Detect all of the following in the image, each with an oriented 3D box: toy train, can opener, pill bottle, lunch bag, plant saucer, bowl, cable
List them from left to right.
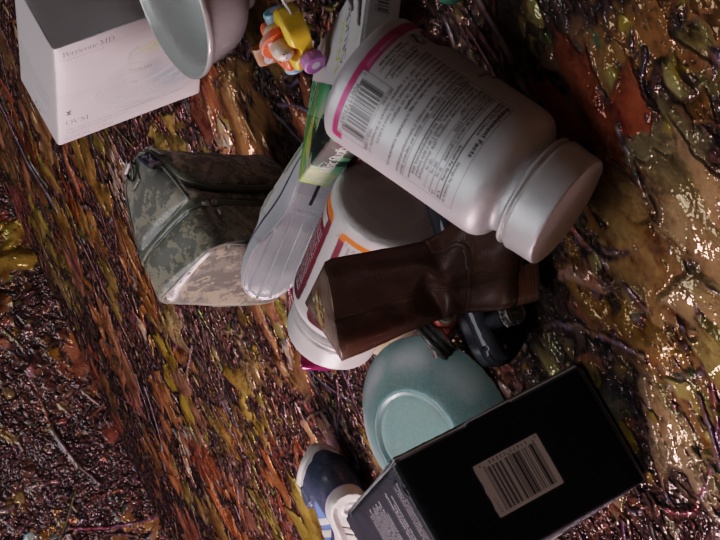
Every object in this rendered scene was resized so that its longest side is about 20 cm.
[{"bbox_3d":[-0.174,-0.316,1.678,0.201,0.090,0.202,50,153,36],"label":"bowl"},{"bbox_3d":[-0.164,-0.061,1.769,0.139,0.200,0.168,-47,59,36],"label":"lunch bag"},{"bbox_3d":[-0.096,-0.255,1.468,0.150,0.055,0.200,52,167,53],"label":"toy train"},{"bbox_3d":[0.000,0.000,1.504,0.114,0.114,0.200,55,142,26],"label":"pill bottle"},{"bbox_3d":[0.068,0.168,1.574,0.201,0.039,0.202,17,117,36],"label":"plant saucer"},{"bbox_3d":[0.077,0.050,1.445,0.097,0.050,0.200,59,-178,22],"label":"cable"},{"bbox_3d":[0.080,-0.099,1.200,0.200,0.113,0.114,36,150,16],"label":"pill bottle"},{"bbox_3d":[0.096,-0.007,1.388,0.078,0.063,0.201,-19,92,40],"label":"can opener"}]

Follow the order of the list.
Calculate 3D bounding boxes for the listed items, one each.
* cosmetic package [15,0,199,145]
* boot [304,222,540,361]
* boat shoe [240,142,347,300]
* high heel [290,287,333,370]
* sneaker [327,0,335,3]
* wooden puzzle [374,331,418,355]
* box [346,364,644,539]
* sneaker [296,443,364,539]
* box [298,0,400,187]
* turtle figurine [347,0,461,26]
[{"bbox_3d":[-0.304,-0.283,1.874,0.123,0.199,0.200,57,158,23],"label":"cosmetic package"},{"bbox_3d":[0.044,-0.025,1.294,0.064,0.199,0.187,-114,11,-66],"label":"boot"},{"bbox_3d":[-0.069,-0.060,1.662,0.200,0.073,0.067,-57,25,25],"label":"boat shoe"},{"bbox_3d":[-0.061,0.044,1.660,0.200,0.096,0.068,36,140,56],"label":"high heel"},{"bbox_3d":[-0.031,-0.315,1.381,0.088,0.074,0.200,52,168,8],"label":"sneaker"},{"bbox_3d":[0.010,0.012,1.649,0.185,0.046,0.201,1,114,67],"label":"wooden puzzle"},{"bbox_3d":[0.114,0.203,1.383,0.124,0.200,0.197,60,159,12],"label":"box"},{"bbox_3d":[-0.028,0.320,2.045,0.147,0.080,0.201,-128,20,-52],"label":"sneaker"},{"bbox_3d":[-0.010,-0.175,1.409,0.200,0.036,0.145,133,147,-68],"label":"box"},{"bbox_3d":[0.037,-0.270,1.205,0.150,0.100,0.201,124,133,-58],"label":"turtle figurine"}]
